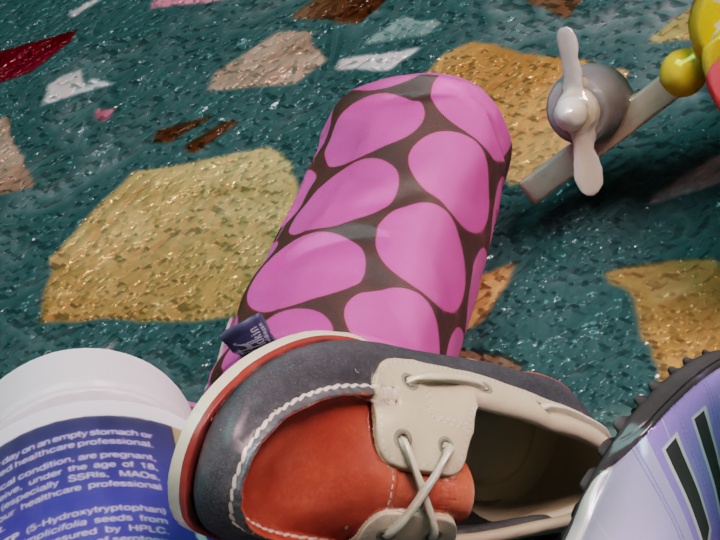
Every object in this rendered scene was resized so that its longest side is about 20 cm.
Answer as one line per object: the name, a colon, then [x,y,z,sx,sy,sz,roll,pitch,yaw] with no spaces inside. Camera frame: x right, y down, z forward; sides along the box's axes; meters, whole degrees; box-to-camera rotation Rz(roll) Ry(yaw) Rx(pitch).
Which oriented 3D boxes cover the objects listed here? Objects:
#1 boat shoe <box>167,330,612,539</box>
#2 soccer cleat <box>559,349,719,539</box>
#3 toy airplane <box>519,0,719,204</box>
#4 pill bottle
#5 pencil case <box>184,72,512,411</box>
boat shoe: [0.017,0.064,0.722,0.062,0.072,0.199,26,13,34]
soccer cleat: [0.095,0.102,0.705,0.073,0.069,0.200,26,44,18]
toy airplane: [0.164,-0.109,0.884,0.201,0.141,0.199,-53,20,-18]
pill bottle: [-0.087,0.115,0.739,0.119,0.120,0.200,-23,32,1]
pencil case: [0.000,0.000,0.888,0.093,0.091,0.201,-8,32,24]
